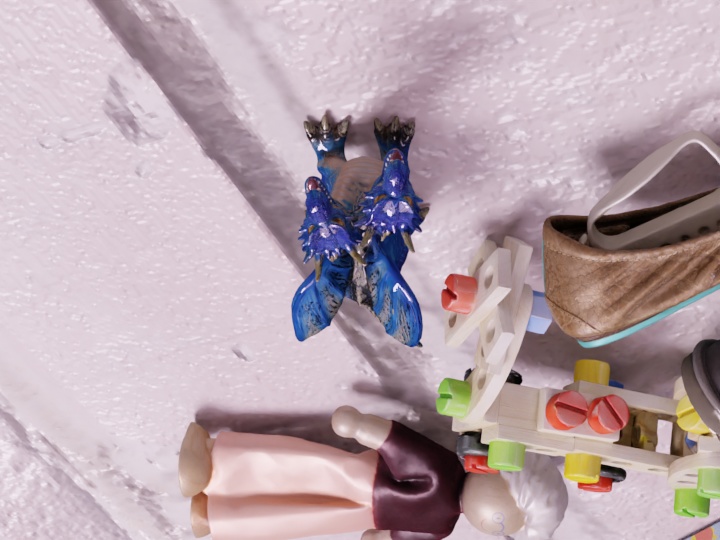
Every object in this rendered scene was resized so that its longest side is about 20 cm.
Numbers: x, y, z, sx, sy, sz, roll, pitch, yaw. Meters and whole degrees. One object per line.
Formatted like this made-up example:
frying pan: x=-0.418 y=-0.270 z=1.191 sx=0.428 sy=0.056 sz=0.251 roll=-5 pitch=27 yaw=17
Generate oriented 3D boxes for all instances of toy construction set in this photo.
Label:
toy construction set: x=0.115 y=0.062 z=1.099 sx=0.199 sy=0.093 sz=0.131 roll=26 pitch=162 yaw=-14

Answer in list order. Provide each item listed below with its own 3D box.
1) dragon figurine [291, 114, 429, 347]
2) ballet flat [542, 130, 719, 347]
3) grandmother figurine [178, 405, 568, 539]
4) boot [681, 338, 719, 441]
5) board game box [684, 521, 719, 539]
dragon figurine: x=0.000 y=0.000 z=1.024 sx=0.058 sy=0.100 sz=0.201 roll=3 pitch=142 yaw=2
ballet flat: x=0.168 y=-0.032 z=0.998 sx=0.199 sy=0.068 sz=0.073 roll=-20 pitch=109 yaw=16
grandmother figurine: x=0.010 y=0.117 z=1.208 sx=0.199 sy=0.061 sz=0.121 roll=1 pitch=150 yaw=9
boot: x=0.260 y=0.023 z=0.974 sx=0.181 sy=0.073 sz=0.200 roll=26 pitch=127 yaw=-16
board game box: x=0.240 y=0.239 z=1.301 sx=0.199 sy=0.105 sz=0.103 roll=30 pitch=135 yaw=-28
